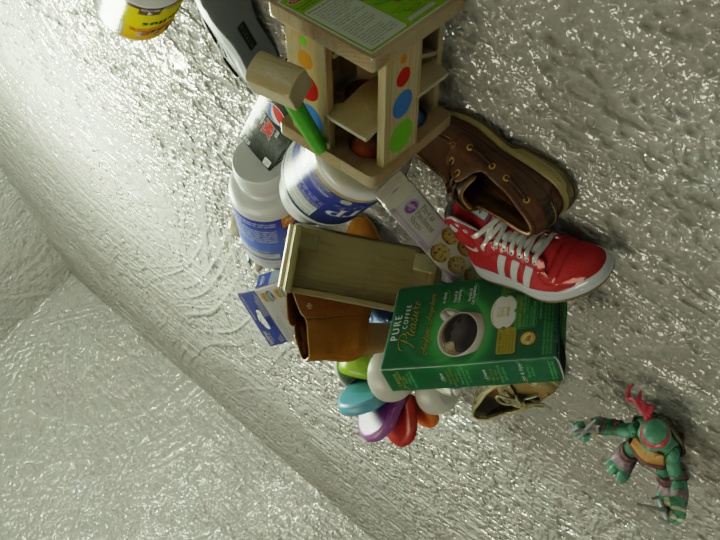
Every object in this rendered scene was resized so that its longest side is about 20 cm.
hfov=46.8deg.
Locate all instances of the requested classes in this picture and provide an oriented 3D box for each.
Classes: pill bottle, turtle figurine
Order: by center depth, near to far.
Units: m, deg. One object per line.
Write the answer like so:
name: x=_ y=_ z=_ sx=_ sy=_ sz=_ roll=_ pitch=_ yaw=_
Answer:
turtle figurine: x=0.324 y=0.212 z=0.945 sx=0.150 sy=0.100 sz=0.200 roll=49 pitch=179 yaw=32
pill bottle: x=-0.028 y=-0.119 z=0.974 sx=0.120 sy=0.120 sz=0.200 roll=47 pitch=159 yaw=-7
pill bottle: x=-0.268 y=-0.348 z=1.011 sx=0.110 sy=0.109 sz=0.199 roll=50 pitch=164 yaw=-14
pill bottle: x=-0.131 y=-0.100 z=1.206 sx=0.111 sy=0.112 sz=0.201 roll=36 pitch=157 yaw=20

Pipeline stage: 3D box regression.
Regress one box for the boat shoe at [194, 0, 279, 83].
boat shoe: x=-0.158 y=-0.300 z=0.975 sx=0.066 sy=0.070 sz=0.201 roll=24 pitch=157 yaw=39

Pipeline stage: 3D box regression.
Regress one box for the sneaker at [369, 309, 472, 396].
sneaker: x=0.081 y=0.080 z=1.118 sx=0.198 sy=0.078 sz=0.091 roll=30 pitch=136 yaw=38

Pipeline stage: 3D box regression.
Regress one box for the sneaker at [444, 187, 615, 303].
sneaker: x=0.159 y=-0.036 z=0.845 sx=0.113 sy=0.071 sz=0.199 roll=52 pitch=160 yaw=-25

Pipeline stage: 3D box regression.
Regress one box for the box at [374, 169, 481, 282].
box: x=0.084 y=-0.037 z=0.933 sx=0.200 sy=0.041 sz=0.039 roll=44 pitch=-173 yaw=-48

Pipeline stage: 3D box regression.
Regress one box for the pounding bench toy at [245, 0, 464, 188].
pounding bench toy: x=-0.018 y=-0.158 z=0.748 sx=0.123 sy=0.199 sz=0.158 roll=33 pitch=146 yaw=25

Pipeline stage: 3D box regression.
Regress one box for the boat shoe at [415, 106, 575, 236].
boat shoe: x=0.113 y=-0.099 z=0.822 sx=0.198 sy=0.068 sz=0.073 roll=33 pitch=156 yaw=29

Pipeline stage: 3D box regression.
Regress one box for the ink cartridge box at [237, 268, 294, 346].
ink cartridge box: x=-0.076 y=0.043 z=1.270 sx=0.196 sy=0.042 sz=0.120 roll=-17 pitch=126 yaw=18

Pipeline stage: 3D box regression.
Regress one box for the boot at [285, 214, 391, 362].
boot: x=-0.033 y=0.018 z=1.092 sx=0.071 sy=0.141 sz=0.206 roll=-33 pitch=61 yaw=51

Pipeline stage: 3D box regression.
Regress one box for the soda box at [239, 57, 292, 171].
soda box: x=-0.086 y=-0.195 z=1.010 sx=0.064 sy=0.071 sz=0.200 roll=48 pitch=158 yaw=-4

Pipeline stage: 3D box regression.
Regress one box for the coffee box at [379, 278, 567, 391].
coffee box: x=0.125 y=0.067 z=0.912 sx=0.196 sy=0.125 sz=0.044 roll=-9 pitch=135 yaw=24

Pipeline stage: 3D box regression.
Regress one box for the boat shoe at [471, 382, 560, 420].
boat shoe: x=0.204 y=0.165 z=1.109 sx=0.072 sy=0.064 sz=0.200 roll=29 pitch=161 yaw=-3

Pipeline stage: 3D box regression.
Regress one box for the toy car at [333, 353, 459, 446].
toy car: x=0.046 y=0.195 z=1.297 sx=0.197 sy=0.153 sz=0.174 roll=20 pitch=174 yaw=-30

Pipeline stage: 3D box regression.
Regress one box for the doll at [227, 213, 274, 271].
doll: x=-0.127 y=-0.029 z=1.331 sx=0.197 sy=0.137 sz=0.049 roll=30 pitch=120 yaw=4

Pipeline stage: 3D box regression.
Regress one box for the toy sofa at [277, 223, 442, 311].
toy sofa: x=0.000 y=0.000 z=1.037 sx=0.195 sy=0.085 sz=0.098 roll=11 pitch=-177 yaw=-9
